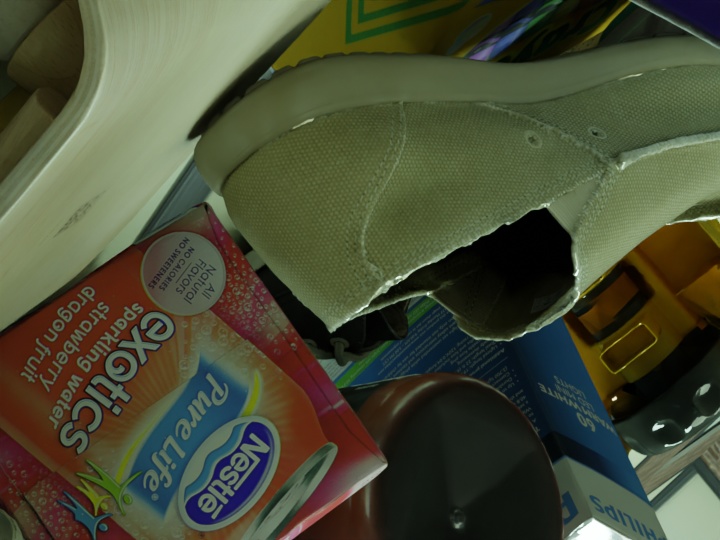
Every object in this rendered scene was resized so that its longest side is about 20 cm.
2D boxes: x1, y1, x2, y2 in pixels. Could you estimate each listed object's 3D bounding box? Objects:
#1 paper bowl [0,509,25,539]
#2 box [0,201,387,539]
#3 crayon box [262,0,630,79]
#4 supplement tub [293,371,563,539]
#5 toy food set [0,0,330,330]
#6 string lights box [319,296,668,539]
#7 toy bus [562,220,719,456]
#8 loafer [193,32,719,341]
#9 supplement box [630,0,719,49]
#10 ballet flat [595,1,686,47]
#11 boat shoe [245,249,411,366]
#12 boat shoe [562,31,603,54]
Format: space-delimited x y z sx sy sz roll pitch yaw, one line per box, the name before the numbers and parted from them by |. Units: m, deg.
paper bowl | -0.174 0.114 0.644 0.200 0.105 0.201 -22 -168 5
box | -0.079 0.063 0.789 0.100 0.096 0.200 -34 179 -19
crayon box | 0.050 -0.107 0.736 0.126 0.052 0.200 -31 166 -36
supplement tub | -0.028 0.101 0.956 0.200 0.107 0.107 -12 -169 45
toy food set | -0.086 -0.035 0.607 0.200 0.060 0.143 -45 178 33
string lights box | 0.043 0.070 1.033 0.103 0.200 0.059 -43 130 19
toy bus | 0.092 0.024 1.220 0.200 0.136 0.192 -40 -176 16
loafer | 0.047 -0.018 0.685 0.200 0.068 0.076 -6 162 -34
supplement box | 0.151 -0.138 0.628 0.101 0.103 0.200 7 112 -57
ballet flat | 0.082 -0.046 0.778 0.200 0.064 0.067 -39 168 -1
boat shoe | 0.000 0.000 0.949 0.200 0.060 0.074 -39 175 15
boat shoe | 0.122 -0.110 0.859 0.200 0.065 0.071 -36 173 22
